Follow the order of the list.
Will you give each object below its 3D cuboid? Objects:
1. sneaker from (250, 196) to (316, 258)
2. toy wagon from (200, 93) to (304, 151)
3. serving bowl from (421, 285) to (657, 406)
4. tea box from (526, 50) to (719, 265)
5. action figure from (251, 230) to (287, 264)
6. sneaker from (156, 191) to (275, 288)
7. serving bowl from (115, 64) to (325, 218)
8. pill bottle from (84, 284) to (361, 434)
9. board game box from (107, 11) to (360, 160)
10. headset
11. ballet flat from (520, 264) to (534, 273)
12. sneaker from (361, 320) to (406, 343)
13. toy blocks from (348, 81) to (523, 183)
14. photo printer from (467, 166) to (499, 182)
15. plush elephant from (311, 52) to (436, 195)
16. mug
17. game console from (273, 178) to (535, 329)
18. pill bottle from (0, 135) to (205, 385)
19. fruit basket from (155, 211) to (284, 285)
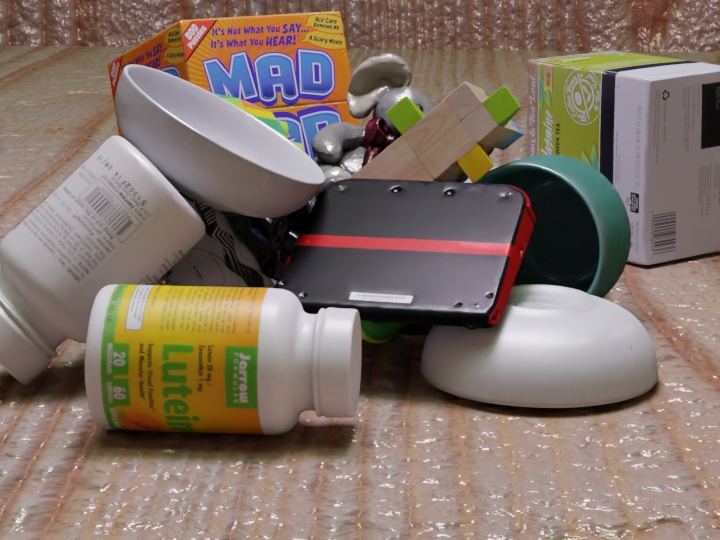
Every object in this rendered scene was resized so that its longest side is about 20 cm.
[{"bbox_3d":[-0.076,-0.067,1.802,0.073,0.112,0.200,-42,49,-6],"label":"sneaker"},{"bbox_3d":[-0.143,-0.142,1.799,0.154,0.040,0.200,10,19,-19],"label":"toy wagon"},{"bbox_3d":[0.149,0.054,1.548,0.198,0.066,0.200,0,14,0],"label":"serving bowl"},{"bbox_3d":[0.290,-0.127,2.016,0.133,0.202,0.196,-10,16,-34],"label":"tea box"},{"bbox_3d":[-0.087,-0.031,1.917,0.199,0.066,0.099,9,23,30],"label":"action figure"},{"bbox_3d":[-0.158,0.006,1.622,0.114,0.075,0.200,-21,54,-31],"label":"sneaker"},{"bbox_3d":[-0.131,-0.101,1.610,0.199,0.066,0.200,28,12,-7],"label":"serving bowl"},{"bbox_3d":[-0.102,0.068,1.414,0.198,0.112,0.111,1,14,6],"label":"pill bottle"},{"bbox_3d":[-0.137,-0.160,2.044,0.199,0.202,0.199,-9,-3,-31],"label":"board game box"},{"bbox_3d":[0.000,0.000,1.681,0.199,0.095,0.124,7,28,-25],"label":"headset"},{"bbox_3d":[0.138,0.000,1.826,0.198,0.068,0.064,-1,-14,-6],"label":"ballet flat"},{"bbox_3d":[0.054,-0.002,1.608,0.199,0.074,0.084,-30,-8,-43],"label":"sneaker"},{"bbox_3d":[0.068,-0.101,1.709,0.200,0.100,0.137,-39,-9,12],"label":"toy blocks"},{"bbox_3d":[0.118,-0.056,1.991,0.199,0.070,0.166,-14,20,-34],"label":"photo printer"},{"bbox_3d":[0.031,-0.118,1.863,0.165,0.155,0.200,40,4,-29],"label":"plush elephant"},{"bbox_3d":[0.163,-0.040,1.734,0.185,0.153,0.114,37,24,18],"label":"mug"},{"bbox_3d":[0.038,-0.014,1.562,0.198,0.031,0.177,3,42,19],"label":"game console"},{"bbox_3d":[-0.235,-0.006,1.538,0.200,0.114,0.114,-44,24,-6],"label":"pill bottle"},{"bbox_3d":[-0.154,0.012,1.745,0.184,0.094,0.200,-7,31,-24],"label":"fruit basket"}]
